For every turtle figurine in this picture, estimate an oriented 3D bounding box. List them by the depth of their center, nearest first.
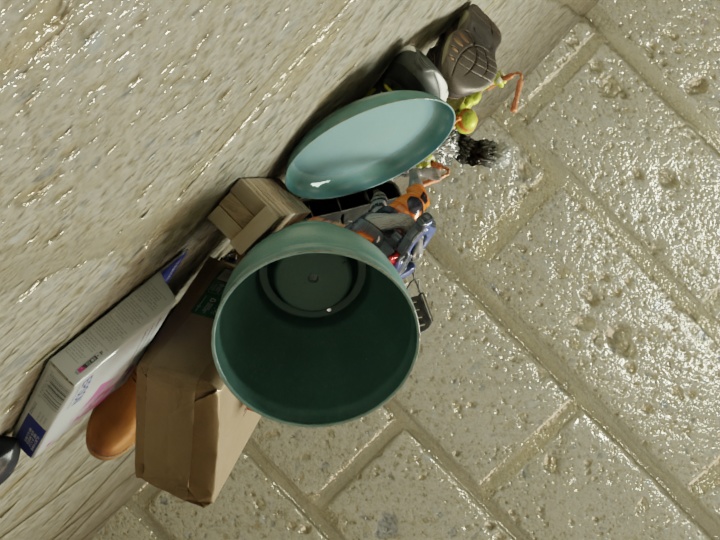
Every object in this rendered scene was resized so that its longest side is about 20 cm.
[{"bbox_3d":[0.092,-0.189,1.514,0.200,0.064,0.161,-48,-146,-7],"label":"turtle figurine"}]

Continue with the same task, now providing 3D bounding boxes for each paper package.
[{"bbox_3d":[-0.167,0.121,1.395,0.201,0.102,0.192,-61,165,-48],"label":"paper package"}]

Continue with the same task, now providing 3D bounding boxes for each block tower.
[{"bbox_3d":[-0.103,-0.059,1.297,0.054,0.058,0.200,-45,179,8],"label":"block tower"}]

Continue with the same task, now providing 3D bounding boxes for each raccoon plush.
[{"bbox_3d":[0.090,-0.152,1.608,0.134,0.198,0.098,-65,156,-51],"label":"raccoon plush"}]

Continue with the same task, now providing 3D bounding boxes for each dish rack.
[{"bbox_3d":[0.000,0.000,1.500,0.152,0.202,0.055,-14,157,-13],"label":"dish rack"}]

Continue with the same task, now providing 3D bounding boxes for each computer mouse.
[{"bbox_3d":[-0.413,0.239,1.234,0.200,0.034,0.059,-44,178,-26],"label":"computer mouse"}]

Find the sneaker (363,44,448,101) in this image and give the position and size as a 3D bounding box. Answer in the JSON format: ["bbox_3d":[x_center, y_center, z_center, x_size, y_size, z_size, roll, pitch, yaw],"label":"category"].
[{"bbox_3d":[0.034,-0.177,1.396,0.085,0.074,0.200,-43,176,-23],"label":"sneaker"}]

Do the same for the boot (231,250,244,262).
[{"bbox_3d":[-0.088,0.027,1.612,0.198,0.074,0.156,-13,129,-23],"label":"boot"}]

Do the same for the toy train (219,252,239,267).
[{"bbox_3d":[-0.179,0.061,1.533,0.046,0.034,0.201,-78,-175,-51],"label":"toy train"}]

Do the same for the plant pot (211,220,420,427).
[{"bbox_3d":[-0.045,0.034,1.230,0.200,0.199,0.135,-46,-157,22],"label":"plant pot"}]

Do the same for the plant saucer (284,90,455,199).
[{"bbox_3d":[0.007,-0.139,1.344,0.198,0.028,0.200,-21,163,-7],"label":"plant saucer"}]

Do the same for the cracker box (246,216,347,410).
[{"bbox_3d":[-0.066,0.051,1.388,0.134,0.057,0.202,-37,141,-72],"label":"cracker box"}]

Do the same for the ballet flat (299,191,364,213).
[{"bbox_3d":[-0.029,-0.108,1.559,0.200,0.069,0.069,-47,176,34],"label":"ballet flat"}]

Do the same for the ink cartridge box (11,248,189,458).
[{"bbox_3d":[-0.258,0.088,1.280,0.200,0.043,0.197,-42,175,-37],"label":"ink cartridge box"}]

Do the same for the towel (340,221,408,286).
[{"bbox_3d":[-0.035,-0.004,1.657,0.133,0.200,0.034,-45,158,15],"label":"towel"}]

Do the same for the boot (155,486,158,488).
[{"bbox_3d":[-0.200,0.197,1.637,0.175,0.066,0.200,-45,178,-30],"label":"boot"}]

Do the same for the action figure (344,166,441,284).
[{"bbox_3d":[0.014,-0.019,1.392,0.201,0.104,0.193,-57,172,29],"label":"action figure"}]

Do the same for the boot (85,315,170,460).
[{"bbox_3d":[-0.261,0.136,1.497,0.200,0.077,0.155,-48,179,-16],"label":"boot"}]

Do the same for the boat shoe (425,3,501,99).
[{"bbox_3d":[0.115,-0.242,1.459,0.073,0.075,0.200,-38,-168,31],"label":"boat shoe"}]
